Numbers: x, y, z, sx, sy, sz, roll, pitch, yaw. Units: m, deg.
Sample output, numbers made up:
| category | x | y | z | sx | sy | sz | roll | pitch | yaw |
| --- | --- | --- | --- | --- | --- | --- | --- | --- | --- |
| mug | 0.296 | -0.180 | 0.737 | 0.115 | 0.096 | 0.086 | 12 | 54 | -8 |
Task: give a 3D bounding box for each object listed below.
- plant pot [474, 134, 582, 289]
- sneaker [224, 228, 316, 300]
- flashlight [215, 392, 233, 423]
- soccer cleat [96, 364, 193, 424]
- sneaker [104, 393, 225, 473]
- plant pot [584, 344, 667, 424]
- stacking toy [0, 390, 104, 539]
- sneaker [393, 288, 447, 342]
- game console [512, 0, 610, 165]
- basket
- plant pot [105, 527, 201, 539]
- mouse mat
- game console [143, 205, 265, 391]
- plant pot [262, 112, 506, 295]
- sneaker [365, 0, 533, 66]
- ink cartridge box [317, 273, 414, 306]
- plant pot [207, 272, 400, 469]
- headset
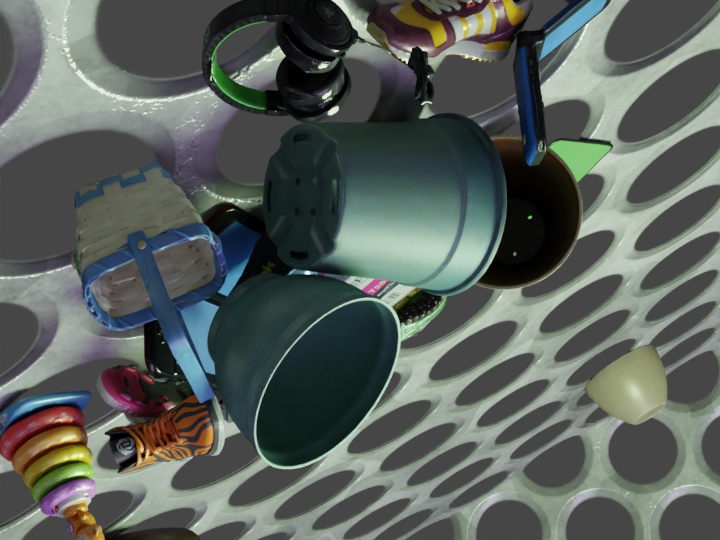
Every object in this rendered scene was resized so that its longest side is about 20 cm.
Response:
| category | x | y | z | sx | sy | sz | roll | pitch | yaw |
| --- | --- | --- | --- | --- | --- | --- | --- | --- | --- |
| plant pot | 0.191 | -0.061 | 1.447 | 0.186 | 0.187 | 0.200 | -34 | 169 | 6 |
| sneaker | -0.090 | 0.014 | 1.287 | 0.201 | 0.074 | 0.082 | -54 | 149 | -5 |
| flashlight | -0.171 | 0.136 | 1.501 | 0.068 | 0.068 | 0.201 | -56 | 169 | -37 |
| soccer cleat | -0.280 | 0.172 | 1.445 | 0.086 | 0.070 | 0.200 | -37 | 156 | 17 |
| sneaker | -0.239 | 0.204 | 1.353 | 0.111 | 0.078 | 0.200 | -11 | 163 | -32 |
| plant pot | 0.665 | 0.294 | 2.740 | 0.199 | 0.135 | 0.201 | -25 | 156 | -12 |
| stacking toy | -0.355 | 0.252 | 1.347 | 0.109 | 0.201 | 0.116 | -4 | 146 | -46 |
| sneaker | 0.048 | 0.085 | 1.658 | 0.199 | 0.078 | 0.085 | -33 | 157 | 3 |
| game console | 0.222 | -0.207 | 1.178 | 0.117 | 0.172 | 0.200 | -7 | 180 | 7 |
| basket | -0.192 | 0.016 | 1.076 | 0.138 | 0.201 | 0.177 | -26 | 157 | -11 |
| plant pot | -0.357 | 0.520 | 1.937 | 0.187 | 0.187 | 0.200 | -44 | 168 | 27 |
| mouse mat | 0.255 | -0.116 | 1.599 | 0.160 | 0.008 | 0.200 | -2 | 142 | -49 |
| game console | -0.150 | 0.041 | 1.294 | 0.118 | 0.174 | 0.200 | -10 | 163 | 21 |
| plant pot | 0.015 | -0.074 | 1.188 | 0.195 | 0.201 | 0.200 | 1 | 142 | -37 |
| sneaker | 0.088 | -0.250 | 1.068 | 0.199 | 0.075 | 0.090 | -15 | 145 | -46 |
| ink cartridge box | 0.000 | 0.000 | 1.438 | 0.200 | 0.075 | 0.164 | -40 | 156 | 21 |
| plant pot | -0.074 | 0.084 | 1.171 | 0.200 | 0.134 | 0.201 | -32 | 140 | -31 |
| headset | -0.038 | -0.175 | 0.979 | 0.198 | 0.095 | 0.124 | -3 | 146 | -7 |
